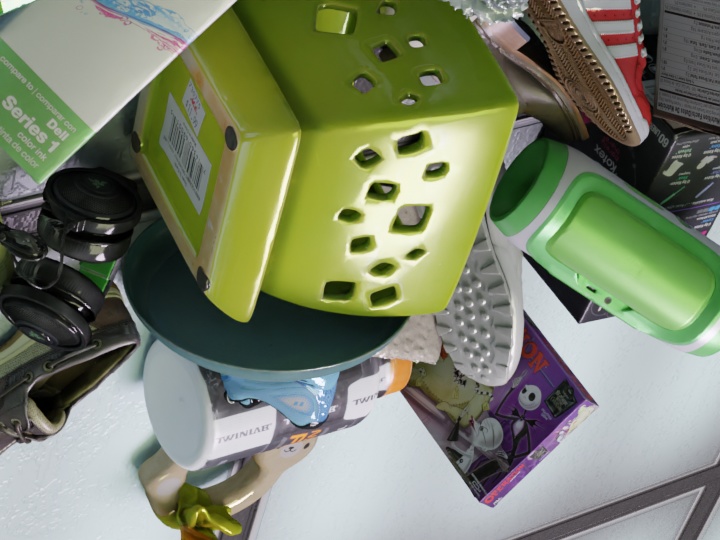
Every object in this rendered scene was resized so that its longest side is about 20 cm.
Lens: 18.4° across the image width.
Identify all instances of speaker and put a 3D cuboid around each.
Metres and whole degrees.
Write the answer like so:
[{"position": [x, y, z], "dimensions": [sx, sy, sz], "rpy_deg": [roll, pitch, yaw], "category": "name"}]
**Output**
[{"position": [0.196, -0.016, 1.654], "dimensions": [0.200, 0.089, 0.089], "rpy_deg": [32, 113, -17], "category": "speaker"}]

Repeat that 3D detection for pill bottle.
[{"position": [-0.058, 0.081, 1.712], "dimensions": [0.199, 0.106, 0.106], "rpy_deg": [-13, 141, -32], "category": "pill bottle"}]

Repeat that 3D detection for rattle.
[{"position": [-0.069, 0.169, 1.793], "dimensions": [0.199, 0.143, 0.131], "rpy_deg": [-24, 128, -8], "category": "rattle"}]

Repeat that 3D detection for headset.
[{"position": [-0.202, -0.014, 1.450], "dimensions": [0.200, 0.094, 0.124], "rpy_deg": [13, 99, -85], "category": "headset"}]

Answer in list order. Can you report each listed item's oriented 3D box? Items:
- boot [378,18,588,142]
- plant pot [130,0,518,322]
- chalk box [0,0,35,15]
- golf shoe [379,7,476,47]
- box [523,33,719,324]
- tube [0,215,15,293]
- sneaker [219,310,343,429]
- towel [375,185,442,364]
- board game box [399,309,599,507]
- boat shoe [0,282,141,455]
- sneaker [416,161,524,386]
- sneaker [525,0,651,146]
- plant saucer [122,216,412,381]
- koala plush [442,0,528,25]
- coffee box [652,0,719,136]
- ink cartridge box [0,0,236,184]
[{"position": [0.093, -0.137, 1.624], "dimensions": [0.097, 0.075, 0.200], "rpy_deg": [-32, 139, 11], "category": "boot"}, {"position": [-0.036, -0.091, 1.436], "dimensions": [0.181, 0.200, 0.199], "rpy_deg": [-10, 140, -27], "category": "plant pot"}, {"position": [-0.236, -0.201, 1.165], "dimensions": [0.124, 0.125, 0.200], "rpy_deg": [-26, 148, -17], "category": "chalk box"}, {"position": [0.071, -0.201, 1.456], "dimensions": [0.077, 0.088, 0.200], "rpy_deg": [34, 133, -16], "category": "golf shoe"}, {"position": [0.213, -0.074, 1.759], "dimensions": [0.106, 0.122, 0.200], "rpy_deg": [-10, 139, -35], "category": "box"}, {"position": [-0.261, -0.053, 1.401], "dimensions": [0.052, 0.058, 0.200], "rpy_deg": [0, 140, 5], "category": "tube"}, {"position": [-0.093, 0.056, 1.562], "dimensions": [0.078, 0.200, 0.090], "rpy_deg": [-25, 127, -35], "category": "sneaker"}, {"position": [0.000, 0.000, 1.662], "dimensions": [0.200, 0.034, 0.133], "rpy_deg": [10, 86, -51], "category": "towel"}, {"position": [0.088, 0.074, 1.756], "dimensions": [0.120, 0.200, 0.032], "rpy_deg": [-43, 146, 10], "category": "board game box"}, {"position": [-0.239, 0.090, 1.588], "dimensions": [0.200, 0.065, 0.073], "rpy_deg": [-45, 149, 15], "category": "boat shoe"}, {"position": [0.098, -0.011, 1.699], "dimensions": [0.080, 0.076, 0.201], "rpy_deg": [-27, 113, -51], "category": "sneaker"}, {"position": [0.178, -0.191, 1.563], "dimensions": [0.112, 0.071, 0.200], "rpy_deg": [-43, 121, -17], "category": "sneaker"}, {"position": [-0.061, 0.015, 1.505], "dimensions": [0.199, 0.200, 0.028], "rpy_deg": [-18, 132, -28], "category": "plant saucer"}, {"position": [0.069, -0.251, 1.320], "dimensions": [0.177, 0.200, 0.184], "rpy_deg": [-47, 146, 17], "category": "koala plush"}, {"position": [0.284, -0.207, 1.619], "dimensions": [0.113, 0.080, 0.201], "rpy_deg": [-12, 111, -35], "category": "coffee box"}, {"position": [-0.138, -0.160, 1.280], "dimensions": [0.200, 0.145, 0.084], "rpy_deg": [-42, 105, 8], "category": "ink cartridge box"}]
